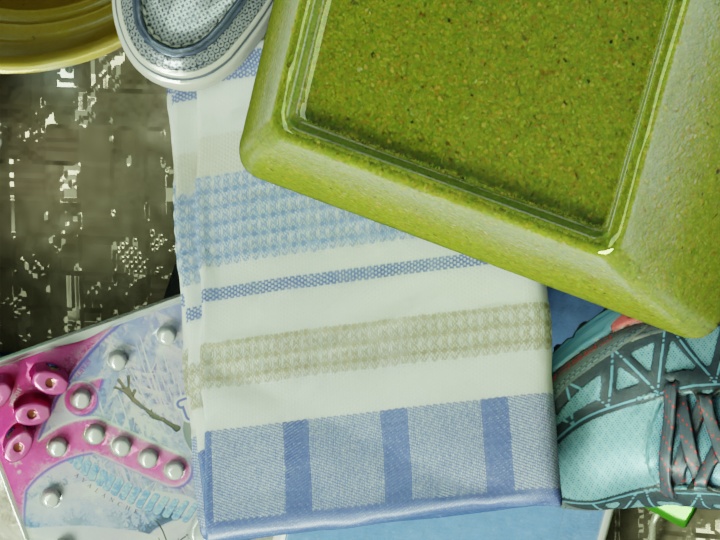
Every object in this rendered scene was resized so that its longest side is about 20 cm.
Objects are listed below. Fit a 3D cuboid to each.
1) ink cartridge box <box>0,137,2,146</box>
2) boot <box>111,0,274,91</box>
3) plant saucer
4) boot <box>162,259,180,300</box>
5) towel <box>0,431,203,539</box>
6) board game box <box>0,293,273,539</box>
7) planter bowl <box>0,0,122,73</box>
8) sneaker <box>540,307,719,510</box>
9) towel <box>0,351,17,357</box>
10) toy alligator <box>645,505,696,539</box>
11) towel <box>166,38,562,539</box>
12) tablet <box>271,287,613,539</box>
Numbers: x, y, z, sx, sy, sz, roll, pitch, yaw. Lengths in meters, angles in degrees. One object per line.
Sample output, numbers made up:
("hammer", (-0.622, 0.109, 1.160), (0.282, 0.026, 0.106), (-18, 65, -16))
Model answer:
("ink cartridge box", (-0.276, -0.058, 1.176), (0.200, 0.145, 0.147), (45, 112, 41))
("boot", (-0.050, -0.168, 1.072), (0.073, 0.090, 0.200), (15, 89, 5))
("plant saucer", (0.053, -0.094, 1.015), (0.200, 0.048, 0.200), (21, 108, 20))
("boot", (-0.015, 0.051, 1.189), (0.165, 0.066, 0.200), (30, 103, 10))
("towel", (-0.154, 0.106, 1.200), (0.200, 0.034, 0.133), (14, 102, 21))
("board game box", (-0.030, 0.101, 1.145), (0.200, 0.026, 0.200), (-19, 102, -3))
("planter bowl", (-0.134, -0.176, 1.165), (0.200, 0.083, 0.200), (0, 88, 3))
("sneaker", (0.153, 0.050, 1.054), (0.200, 0.096, 0.079), (-12, 110, 1))
("towel", (-0.175, 0.130, 1.262), (0.112, 0.049, 0.200), (2, 100, 22))
("toy alligator", (0.135, 0.061, 1.136), (0.059, 0.054, 0.200), (30, 107, 13))
("towel", (0.000, 0.000, 1.087), (0.147, 0.024, 0.200), (-9, 73, 15))
("tablet", (0.036, 0.088, 1.132), (0.130, 0.014, 0.200), (13, 97, -9))
